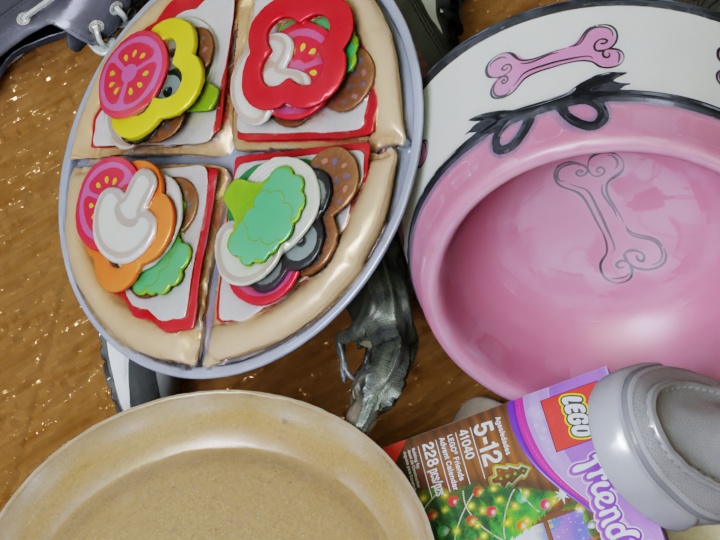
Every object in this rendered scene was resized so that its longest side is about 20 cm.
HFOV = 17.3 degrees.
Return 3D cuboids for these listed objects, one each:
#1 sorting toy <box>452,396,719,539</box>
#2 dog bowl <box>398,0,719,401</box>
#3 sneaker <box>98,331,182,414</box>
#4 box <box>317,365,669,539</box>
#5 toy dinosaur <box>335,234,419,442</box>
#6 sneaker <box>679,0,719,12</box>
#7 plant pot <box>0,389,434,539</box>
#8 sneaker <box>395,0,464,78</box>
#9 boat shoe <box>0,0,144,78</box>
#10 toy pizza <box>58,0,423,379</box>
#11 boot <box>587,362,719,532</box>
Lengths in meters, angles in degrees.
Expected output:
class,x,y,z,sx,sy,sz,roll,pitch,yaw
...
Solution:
class,x,y,z,sx,sy,sz,roll,pitch,yaw
sorting toy,0.100,0.180,1.083,0.199,0.036,0.186,25,89,15
dog bowl,0.109,-0.016,1.014,0.198,0.201,0.074,-5,43,9
sneaker,-0.074,-0.017,1.109,0.079,0.074,0.202,13,87,5
box,0.069,0.152,0.973,0.136,0.039,0.201,-20,57,7
toy dinosaur,0.000,0.000,1.081,0.047,0.088,0.201,-3,58,-10
sneaker,0.130,-0.120,1.076,0.074,0.087,0.202,15,86,12
plant pot,-0.064,0.141,0.971,0.198,0.028,0.201,-5,54,6
sneaker,0.023,-0.152,1.103,0.097,0.071,0.202,-20,81,9
boat shoe,-0.130,-0.125,1.126,0.199,0.073,0.063,-20,77,15
toy pizza,-0.061,-0.053,1.032,0.199,0.032,0.202,-12,68,31
boot,0.183,0.067,0.987,0.095,0.199,0.074,-26,65,33
